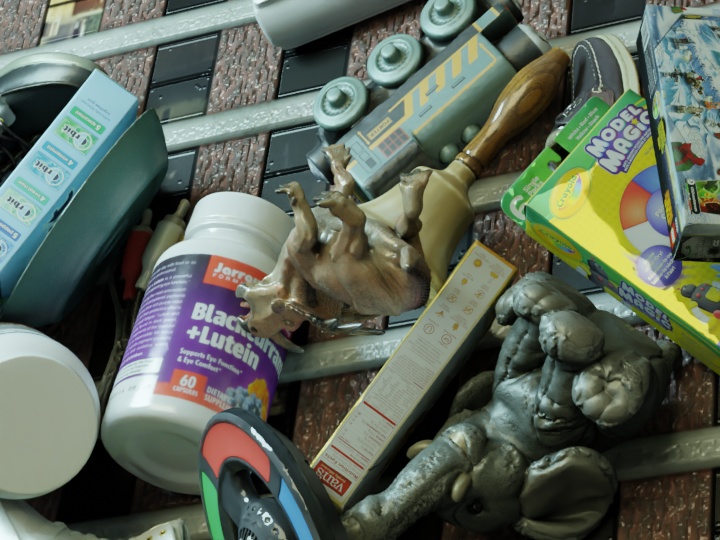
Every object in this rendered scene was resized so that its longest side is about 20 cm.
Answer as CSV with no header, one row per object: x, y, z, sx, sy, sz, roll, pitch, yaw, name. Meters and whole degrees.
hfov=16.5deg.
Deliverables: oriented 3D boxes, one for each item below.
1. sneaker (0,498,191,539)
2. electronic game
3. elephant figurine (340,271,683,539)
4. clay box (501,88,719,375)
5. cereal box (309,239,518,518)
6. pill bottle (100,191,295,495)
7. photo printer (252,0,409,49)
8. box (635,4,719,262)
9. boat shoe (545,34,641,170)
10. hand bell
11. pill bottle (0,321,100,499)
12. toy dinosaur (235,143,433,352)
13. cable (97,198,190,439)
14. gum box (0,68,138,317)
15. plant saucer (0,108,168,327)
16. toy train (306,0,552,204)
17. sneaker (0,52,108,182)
-0.172,0.203,1.708,0.115,0.074,0.200,-39,54,-7,sneaker
-0.052,0.183,1.570,0.041,0.201,0.200,-20,40,-22,electronic game
0.099,0.111,1.590,0.201,0.155,0.142,-57,7,13,elephant figurine
0.199,-0.033,1.645,0.200,0.048,0.115,37,73,18,clay box
0.026,0.085,1.641,0.039,0.144,0.200,35,74,6,cereal box
-0.106,0.048,1.763,0.111,0.112,0.201,-4,53,28,pill bottle
0.005,-0.279,2.000,0.199,0.070,0.167,-22,46,12,photo printer
0.261,-0.089,1.625,0.136,0.040,0.201,3,49,-7,box
0.162,-0.088,1.740,0.064,0.072,0.201,4,54,-10,boat shoe
0.081,-0.081,1.761,0.104,0.104,0.200,29,74,42,hand bell
-0.244,0.099,1.741,0.116,0.116,0.200,-43,11,-8,pill bottle
0.000,0.000,1.640,0.086,0.136,0.200,-23,23,-31,toy dinosaur
-0.174,0.036,1.855,0.097,0.050,0.201,2,54,34,cable
-0.246,-0.039,1.885,0.044,0.170,0.200,35,73,3,gum box
-0.199,-0.030,1.866,0.036,0.200,0.200,35,71,0,plant saucer
0.053,-0.122,1.833,0.200,0.085,0.114,-40,48,-1,toy train
-0.291,-0.103,2.034,0.199,0.075,0.107,-18,51,29,sneaker
